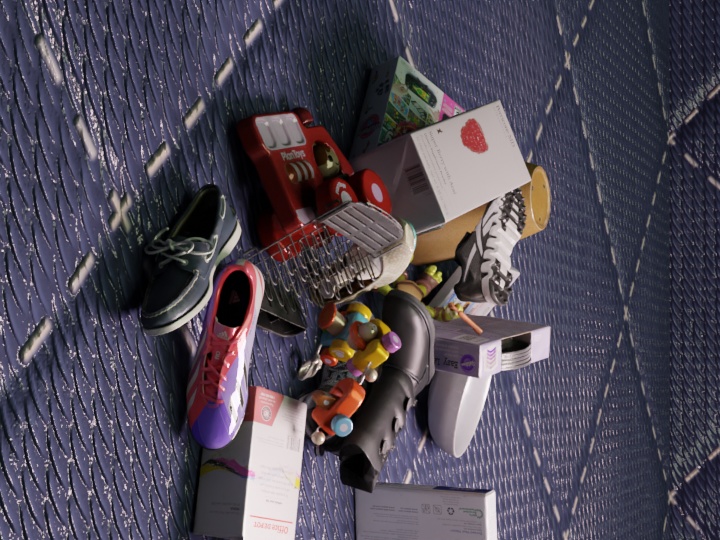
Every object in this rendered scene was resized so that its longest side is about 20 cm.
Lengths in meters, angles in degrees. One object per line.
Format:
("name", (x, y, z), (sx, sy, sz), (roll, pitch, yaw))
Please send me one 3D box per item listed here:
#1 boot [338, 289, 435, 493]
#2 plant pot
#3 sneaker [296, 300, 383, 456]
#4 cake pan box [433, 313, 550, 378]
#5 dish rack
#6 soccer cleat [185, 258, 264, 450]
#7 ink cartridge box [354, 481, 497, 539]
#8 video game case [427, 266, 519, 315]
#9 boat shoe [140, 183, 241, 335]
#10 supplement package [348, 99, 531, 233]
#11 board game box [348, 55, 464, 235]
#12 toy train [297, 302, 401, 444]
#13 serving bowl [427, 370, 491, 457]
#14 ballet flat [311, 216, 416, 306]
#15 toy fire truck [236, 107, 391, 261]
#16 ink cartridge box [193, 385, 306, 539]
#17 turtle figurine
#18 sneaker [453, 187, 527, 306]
("boot", (0.025, 0.147, 1.466), (0.200, 0.065, 0.166), (-54, 142, -37))
("plant pot", (0.173, -0.104, 1.773), (0.186, 0.199, 0.188), (9, 80, -62))
("sneaker", (-0.026, 0.137, 1.499), (0.114, 0.075, 0.202), (11, 81, -65))
("cake pan box", (0.141, 0.099, 1.663), (0.184, 0.199, 0.053), (-12, 105, -51))
("dish rack", (-0.047, -0.004, 1.347), (0.153, 0.199, 0.055), (29, 36, -59))
("soccer cleat", (-0.143, 0.086, 1.243), (0.073, 0.068, 0.202), (88, 14, -84))
("ink cartridge box", (0.087, 0.385, 1.583), (0.043, 0.195, 0.202), (-6, 94, -61))
("video game case", (0.166, 0.044, 1.858), (0.144, 0.018, 0.200), (-52, 156, 13))
("boat shoe", (-0.175, -0.014, 1.210), (0.200, 0.074, 0.062), (-62, 143, -47))
("supplement package", (0.106, -0.130, 1.558), (0.199, 0.119, 0.122), (-27, 95, -45))
("board game box", (0.063, -0.170, 1.659), (0.147, 0.064, 0.201), (33, 57, -33))
("toy train", (-0.032, 0.105, 1.387), (0.056, 0.150, 0.200), (41, 3, -24))
("serving bowl", (0.148, 0.179, 1.832), (0.200, 0.065, 0.202), (16, 90, -73))
("ballet flat", (0.000, 0.000, 1.453), (0.062, 0.200, 0.068), (-23, 78, -35))
("toy fire truck", (-0.060, -0.114, 1.425), (0.200, 0.112, 0.169), (-24, 92, -62))
("ink cartridge box", (-0.122, 0.236, 1.316), (0.116, 0.067, 0.202), (31, 60, -59))
("turtle figurine", (0.074, 0.035, 1.642), (0.161, 0.199, 0.065), (-68, 177, -67))
("sneaker", (0.170, -0.039, 1.641), (0.066, 0.090, 0.201), (43, 51, -40))
